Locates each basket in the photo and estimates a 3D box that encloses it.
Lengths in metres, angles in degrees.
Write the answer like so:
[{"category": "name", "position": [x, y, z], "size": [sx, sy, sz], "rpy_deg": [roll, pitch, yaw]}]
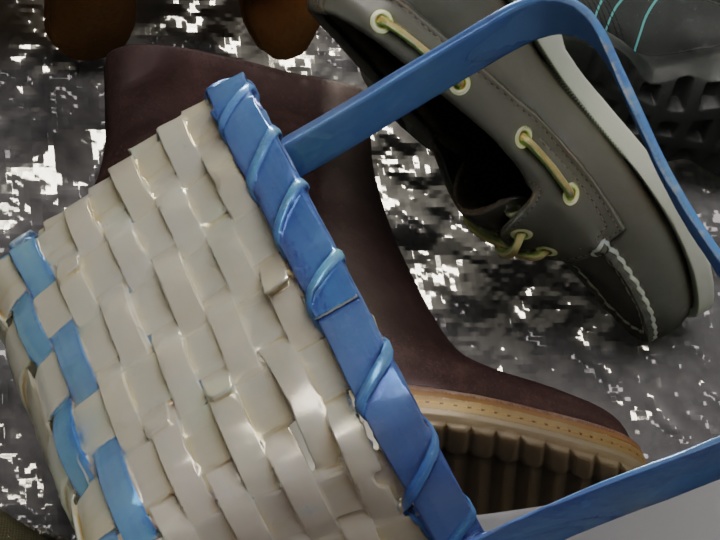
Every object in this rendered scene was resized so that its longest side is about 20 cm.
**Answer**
[{"category": "basket", "position": [0.006, 0.019, 0.836], "size": [0.199, 0.139, 0.177], "rpy_deg": [-28, 48, 5]}]

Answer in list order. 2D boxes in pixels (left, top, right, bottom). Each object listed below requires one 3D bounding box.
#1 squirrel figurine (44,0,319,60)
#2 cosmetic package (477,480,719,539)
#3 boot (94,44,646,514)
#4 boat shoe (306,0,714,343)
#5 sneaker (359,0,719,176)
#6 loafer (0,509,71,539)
[{"category": "squirrel figurine", "position": [-0.101, -0.160, 1.002], "size": [0.186, 0.200, 0.142], "rpy_deg": [-10, 60, -30]}, {"category": "cosmetic package", "position": [0.124, 0.103, 0.927], "size": [0.199, 0.083, 0.051], "rpy_deg": [-7, 52, -18]}, {"category": "boot", "position": [0.000, 0.000, 0.983], "size": [0.199, 0.073, 0.167], "rpy_deg": [10, 51, -6]}, {"category": "boat shoe", "position": [0.051, -0.042, 0.978], "size": [0.060, 0.202, 0.072], "rpy_deg": [-46, 35, -13]}, {"category": "sneaker", "position": [0.088, -0.077, 1.067], "size": [0.199, 0.076, 0.079], "rpy_deg": [7, 39, -23]}, {"category": "loafer", "position": [-0.128, 0.102, 0.879], "size": [0.199, 0.070, 0.075], "rpy_deg": [12, 52, -3]}]
